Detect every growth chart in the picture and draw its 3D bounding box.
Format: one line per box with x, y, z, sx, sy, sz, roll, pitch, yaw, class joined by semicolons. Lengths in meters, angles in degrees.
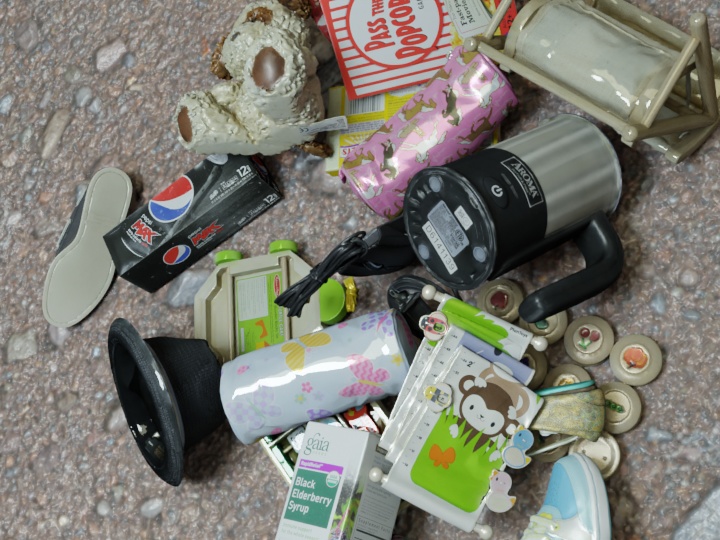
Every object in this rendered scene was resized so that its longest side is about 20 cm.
0.094;0.130;0.974;0.144;0.018;0.201;19;87;-2;growth chart

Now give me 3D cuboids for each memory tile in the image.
0.182;0.105;1.056;0.199;0.017;0.154;23;84;26;memory tile

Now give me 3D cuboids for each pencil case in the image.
-0.038;0.105;1.046;0.199;0.091;0.083;-20;32;11;pencil case
0.069;-0.141;1.114;0.200;0.083;0.087;-44;39;8;pencil case

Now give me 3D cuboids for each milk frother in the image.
0.133;-0.032;1.051;0.200;0.187;0.182;-17;95;55;milk frother

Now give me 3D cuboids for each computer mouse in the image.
0.000;0.000;1.089;0.140;0.200;0.046;-39;84;29;computer mouse

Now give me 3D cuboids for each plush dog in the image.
-0.096;-0.219;1.170;0.199;0.160;0.173;-26;60;42;plush dog

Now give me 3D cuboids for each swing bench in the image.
0.243;-0.206;1.035;0.199;0.200;0.130;37;105;28;swing bench

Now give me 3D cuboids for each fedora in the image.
-0.194;0.126;1.133;0.091;0.201;0.201;-21;61;-25;fedora

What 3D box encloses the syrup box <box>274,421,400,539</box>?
-0.025;0.249;0.996;0.078;0.081;0.201;3;70;39;syrup box

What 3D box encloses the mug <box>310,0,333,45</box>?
0.039;-0.327;1.187;0.199;0.133;0.178;-30;63;15;mug

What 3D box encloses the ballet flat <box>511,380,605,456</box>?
0.134;0.146;1.022;0.198;0.071;0.071;-8;71;21;ballet flat

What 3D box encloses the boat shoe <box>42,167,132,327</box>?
-0.329;-0.028;1.298;0.201;0.072;0.063;-69;21;-2;boat shoe

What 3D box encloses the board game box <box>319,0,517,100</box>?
0.063;-0.278;1.137;0.198;0.152;0.046;-12;31;11;board game box

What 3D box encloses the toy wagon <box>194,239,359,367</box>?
-0.090;0.047;1.175;0.198;0.040;0.156;-10;71;19;toy wagon

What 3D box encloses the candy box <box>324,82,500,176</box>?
0.057;-0.164;1.185;0.198;0.026;0.103;-4;76;22;candy box

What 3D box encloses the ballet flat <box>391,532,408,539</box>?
-0.005;0.347;1.025;0.201;0.069;0.071;-59;21;-6;ballet flat

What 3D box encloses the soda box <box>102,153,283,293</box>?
-0.193;-0.062;1.232;0.199;0.071;0.064;-36;60;9;soda box

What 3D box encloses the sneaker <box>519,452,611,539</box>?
0.148;0.257;0.957;0.130;0.080;0.202;10;77;-14;sneaker

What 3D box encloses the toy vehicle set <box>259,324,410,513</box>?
-0.029;0.172;1.094;0.124;0.027;0.200;-38;76;7;toy vehicle set
